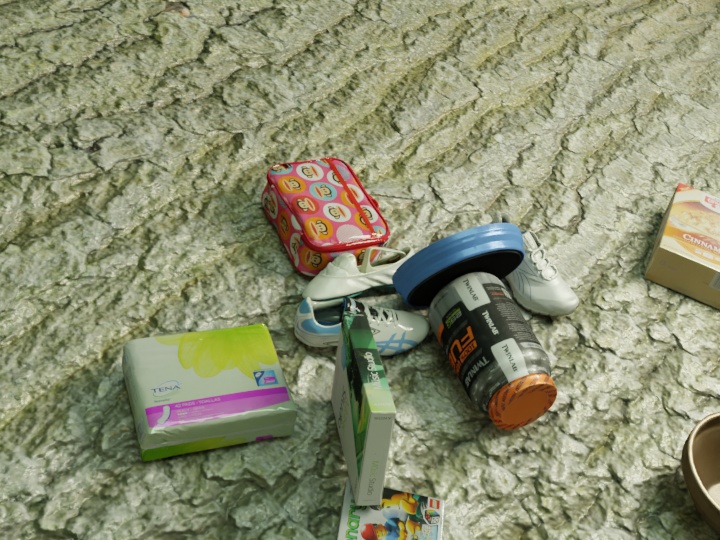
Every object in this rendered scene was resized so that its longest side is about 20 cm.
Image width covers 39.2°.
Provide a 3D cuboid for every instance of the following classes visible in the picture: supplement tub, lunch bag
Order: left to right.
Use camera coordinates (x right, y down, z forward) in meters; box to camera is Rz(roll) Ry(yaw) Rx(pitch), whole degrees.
[{"bbox_3d":[-0.045,-0.086,1.571,0.174,0.082,0.201,-10,50,-29],"label":"lunch bag"},{"bbox_3d":[0.183,0.111,1.396,0.121,0.123,0.201,-8,47,-23],"label":"supplement tub"}]

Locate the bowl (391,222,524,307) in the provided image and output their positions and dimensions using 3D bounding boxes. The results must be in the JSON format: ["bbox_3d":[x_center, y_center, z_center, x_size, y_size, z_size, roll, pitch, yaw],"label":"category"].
[{"bbox_3d":[0.144,-0.003,1.453,0.199,0.201,0.040,-12,69,-25],"label":"bowl"}]

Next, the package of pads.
[{"bbox_3d":[-0.196,0.148,1.291,0.198,0.069,0.155,-6,48,-22],"label":"package of pads"}]

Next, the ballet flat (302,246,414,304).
[{"bbox_3d":[0.000,0.000,1.489,0.198,0.070,0.070,-11,48,-31],"label":"ballet flat"}]

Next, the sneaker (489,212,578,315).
[{"bbox_3d":[0.259,-0.008,1.565,0.074,0.088,0.200,-27,58,-38],"label":"sneaker"}]

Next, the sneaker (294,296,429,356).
[{"bbox_3d":[0.006,0.073,1.423,0.197,0.073,0.072,3,43,-15],"label":"sneaker"}]

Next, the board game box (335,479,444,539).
[{"bbox_3d":[0.029,0.346,1.176,0.125,0.035,0.201,12,43,-2],"label":"board game box"}]

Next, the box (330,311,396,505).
[{"bbox_3d":[0.000,0.166,1.245,0.036,0.146,0.201,0,32,-13],"label":"box"}]

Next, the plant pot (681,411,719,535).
[{"bbox_3d":[0.505,0.291,1.324,0.198,0.093,0.202,9,43,-8],"label":"plant pot"}]

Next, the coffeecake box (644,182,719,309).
[{"bbox_3d":[0.577,-0.041,1.698,0.152,0.074,0.201,23,43,10],"label":"coffeecake box"}]
